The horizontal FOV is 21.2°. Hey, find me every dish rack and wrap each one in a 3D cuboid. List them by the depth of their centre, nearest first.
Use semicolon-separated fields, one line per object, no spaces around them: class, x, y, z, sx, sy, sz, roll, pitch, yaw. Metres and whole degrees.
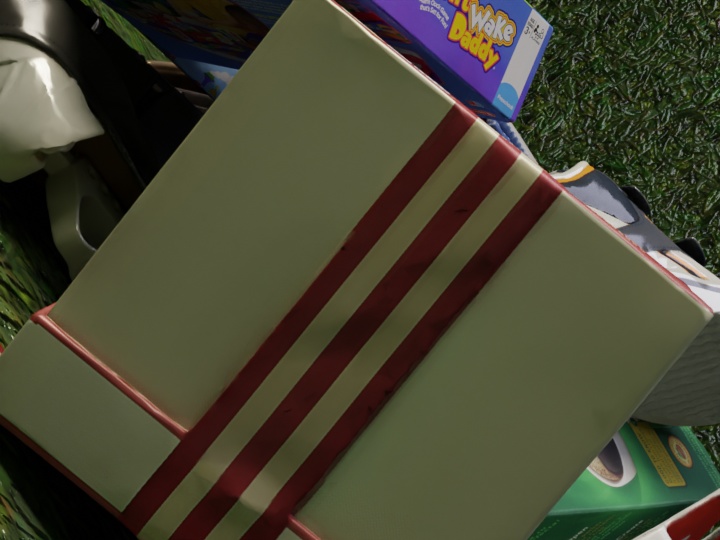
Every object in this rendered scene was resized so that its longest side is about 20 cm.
dish rack;-0.129;-0.099;0.916;0.153;0.055;0.200;44;1;-6

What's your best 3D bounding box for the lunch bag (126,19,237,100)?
lunch bag;-0.038;-0.188;0.966;0.151;0.200;0.094;42;0;-3

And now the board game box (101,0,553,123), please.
board game box;-0.040;-0.123;0.782;0.200;0.045;0.134;16;-12;40

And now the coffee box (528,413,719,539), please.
coffee box;0.075;0.063;0.829;0.200;0.044;0.123;4;50;-56

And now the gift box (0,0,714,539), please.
gift box;-0.019;0.019;0.651;0.200;0.187;0.185;38;5;4

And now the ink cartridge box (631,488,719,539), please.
ink cartridge box;0.094;0.137;0.705;0.044;0.173;0.200;59;-17;17

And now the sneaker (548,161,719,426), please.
sneaker;0.105;0.004;0.816;0.200;0.078;0.079;23;40;-39

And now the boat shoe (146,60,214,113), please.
boat shoe;-0.037;-0.085;1.048;0.071;0.200;0.065;-86;175;-65

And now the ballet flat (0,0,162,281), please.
ballet flat;-0.116;-0.043;0.770;0.200;0.068;0.068;55;18;-26

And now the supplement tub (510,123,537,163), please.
supplement tub;0.014;-0.033;1.225;0.145;0.200;0.145;57;4;-6

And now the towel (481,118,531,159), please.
towel;0.000;0.000;0.921;0.024;0.200;0.145;-87;153;-42
